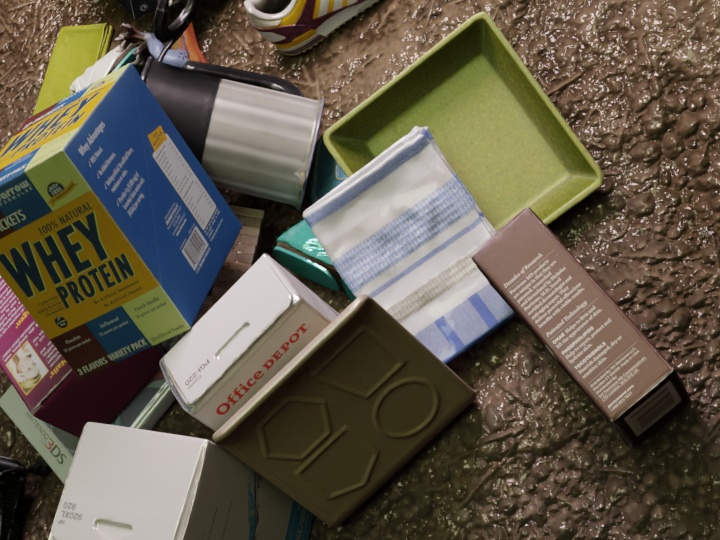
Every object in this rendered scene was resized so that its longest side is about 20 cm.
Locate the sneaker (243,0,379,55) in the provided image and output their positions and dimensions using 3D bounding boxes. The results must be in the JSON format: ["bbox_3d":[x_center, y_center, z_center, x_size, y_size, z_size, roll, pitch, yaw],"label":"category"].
[{"bbox_3d":[-0.032,-0.317,1.713,0.200,0.090,0.075,-41,54,9],"label":"sneaker"}]

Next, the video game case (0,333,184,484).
[{"bbox_3d":[-0.278,0.118,1.699,0.200,0.023,0.182,-50,53,1],"label":"video game case"}]

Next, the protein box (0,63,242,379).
[{"bbox_3d":[-0.239,-0.049,1.499,0.134,0.201,0.199,-25,22,24],"label":"protein box"}]

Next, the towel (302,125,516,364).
[{"bbox_3d":[0.055,-0.016,1.488,0.146,0.024,0.201,-34,86,0],"label":"towel"}]

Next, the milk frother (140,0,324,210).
[{"bbox_3d":[-0.127,-0.188,1.610,0.187,0.201,0.181,12,51,-4],"label":"milk frother"}]

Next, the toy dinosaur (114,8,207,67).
[{"bbox_3d":[-0.189,-0.210,1.764,0.181,0.105,0.200,35,77,19],"label":"toy dinosaur"}]

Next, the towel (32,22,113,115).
[{"bbox_3d":[-0.355,-0.203,1.898,0.086,0.018,0.201,3,69,31],"label":"towel"}]

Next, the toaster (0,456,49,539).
[{"bbox_3d":[-0.441,0.264,1.634,0.118,0.200,0.182,4,78,34],"label":"toaster"}]

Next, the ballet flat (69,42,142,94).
[{"bbox_3d":[-0.314,-0.179,1.827,0.069,0.069,0.201,15,79,35],"label":"ballet flat"}]

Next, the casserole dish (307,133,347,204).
[{"bbox_3d":[0.025,-0.108,1.615,0.199,0.039,0.122,-9,63,28],"label":"casserole dish"}]

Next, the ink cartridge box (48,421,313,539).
[{"bbox_3d":[-0.162,0.242,1.460,0.146,0.200,0.146,3,70,31],"label":"ink cartridge box"}]

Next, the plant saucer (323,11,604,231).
[{"bbox_3d":[0.099,-0.107,1.524,0.199,0.048,0.201,-36,85,11],"label":"plant saucer"}]

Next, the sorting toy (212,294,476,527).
[{"bbox_3d":[-0.013,0.126,1.428,0.185,0.200,0.037,-43,42,6],"label":"sorting toy"}]

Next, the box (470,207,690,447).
[{"bbox_3d":[0.190,0.049,1.384,0.075,0.100,0.200,-39,62,3],"label":"box"}]

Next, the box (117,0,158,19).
[{"bbox_3d":[-0.226,-0.414,1.814,0.198,0.124,0.200,-29,51,-18],"label":"box"}]

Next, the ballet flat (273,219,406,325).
[{"bbox_3d":[0.000,0.000,1.565,0.200,0.067,0.070,33,72,35],"label":"ballet flat"}]

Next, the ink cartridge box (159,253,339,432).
[{"bbox_3d":[-0.063,0.101,1.463,0.146,0.200,0.085,-45,42,4],"label":"ink cartridge box"}]

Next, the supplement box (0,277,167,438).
[{"bbox_3d":[-0.313,0.058,1.669,0.131,0.103,0.200,-46,53,4],"label":"supplement box"}]

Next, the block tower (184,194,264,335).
[{"bbox_3d":[-0.141,0.026,1.630,0.057,0.054,0.202,9,71,0],"label":"block tower"}]
